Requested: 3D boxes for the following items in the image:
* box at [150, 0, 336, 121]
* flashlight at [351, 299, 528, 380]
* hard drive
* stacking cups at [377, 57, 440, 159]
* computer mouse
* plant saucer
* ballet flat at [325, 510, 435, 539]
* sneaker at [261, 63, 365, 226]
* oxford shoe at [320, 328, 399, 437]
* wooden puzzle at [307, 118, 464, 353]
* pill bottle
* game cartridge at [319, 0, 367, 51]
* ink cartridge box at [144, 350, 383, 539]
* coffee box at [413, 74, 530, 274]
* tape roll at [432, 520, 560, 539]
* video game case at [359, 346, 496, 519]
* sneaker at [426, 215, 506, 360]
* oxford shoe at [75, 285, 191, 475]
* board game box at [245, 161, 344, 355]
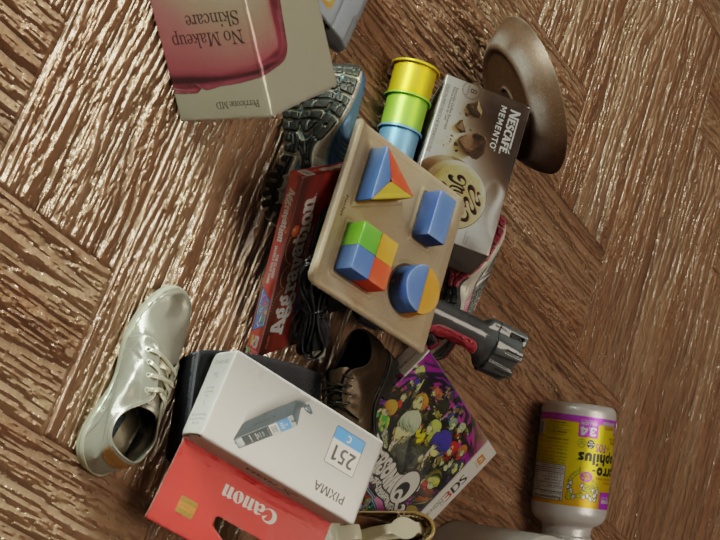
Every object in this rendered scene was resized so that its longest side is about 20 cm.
[{"bbox_3d":[-0.121,-0.255,1.403,0.109,0.127,0.202,-32,116,-46],"label":"box"},{"bbox_3d":[0.090,0.068,1.668,0.199,0.068,0.068,27,64,-16],"label":"flashlight"},{"bbox_3d":[-0.120,0.154,1.492,0.199,0.042,0.136,16,78,-52],"label":"hard drive"},{"bbox_3d":[0.037,-0.143,1.678,0.060,0.060,0.202,29,74,-49],"label":"stacking cups"},{"bbox_3d":[0.000,0.000,1.560,0.200,0.052,0.139,-49,152,-41],"label":"computer mouse"},{"bbox_3d":[0.196,-0.212,1.796,0.036,0.200,0.202,-17,108,-13],"label":"plant saucer"},{"bbox_3d":[-0.002,0.287,1.599,0.199,0.063,0.069,1,71,-38],"label":"ballet flat"},{"bbox_3d":[-0.042,-0.129,1.569,0.090,0.078,0.201,36,73,-57],"label":"sneaker"},{"bbox_3d":[-0.021,0.148,1.555,0.085,0.072,0.201,56,37,-40],"label":"oxford shoe"},{"bbox_3d":[0.040,-0.034,1.522,0.200,0.046,0.187,36,62,-41],"label":"wooden puzzle"},{"bbox_3d":[0.288,0.282,1.973,0.104,0.104,0.202,14,81,-51],"label":"pill bottle"},{"bbox_3d":[-0.051,-0.351,1.565,0.200,0.041,0.134,46,61,-43],"label":"game cartridge"},{"bbox_3d":[-0.089,0.203,1.422,0.199,0.045,0.177,34,66,-27],"label":"ink cartridge box"},{"bbox_3d":[0.116,-0.114,1.714,0.112,0.080,0.201,21,71,-6],"label":"coffee box"},{"bbox_3d":[0.165,0.420,1.794,0.202,0.138,0.205,-4,95,-53],"label":"tape roll"},{"bbox_3d":[0.050,0.209,1.668,0.181,0.036,0.201,-44,128,-14],"label":"video game case"},{"bbox_3d":[0.115,0.014,1.765,0.201,0.080,0.075,-60,152,-13],"label":"sneaker"},{"bbox_3d":[-0.201,0.105,1.375,0.075,0.057,0.201,48,54,-39],"label":"oxford shoe"},{"bbox_3d":[-0.061,-0.012,1.514,0.103,0.019,0.202,-15,126,-55],"label":"board game box"}]
